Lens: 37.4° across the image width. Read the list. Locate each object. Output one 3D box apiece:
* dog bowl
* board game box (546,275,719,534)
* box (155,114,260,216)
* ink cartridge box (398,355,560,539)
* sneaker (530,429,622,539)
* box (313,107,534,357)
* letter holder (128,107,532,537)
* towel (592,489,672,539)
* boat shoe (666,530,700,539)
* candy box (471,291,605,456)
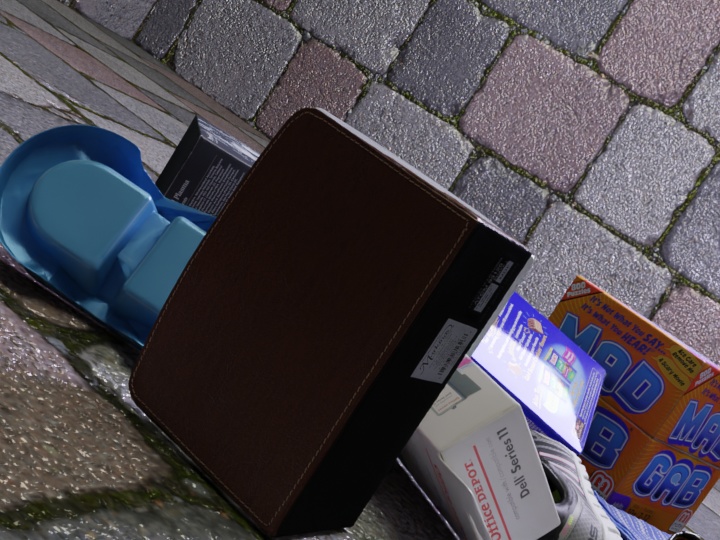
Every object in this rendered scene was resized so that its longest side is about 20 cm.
[{"bbox_3d":[-0.149,-0.010,0.707,0.199,0.112,0.050,33,-26,1],"label":"dog bowl"},{"bbox_3d":[0.318,0.163,1.267,0.199,0.201,0.200,26,10,-45],"label":"board game box"},{"bbox_3d":[-0.138,-0.082,1.242,0.181,0.105,0.200,30,7,-17],"label":"box"},{"bbox_3d":[0.073,0.124,0.752,0.200,0.067,0.118,46,-19,58],"label":"ink cartridge box"},{"bbox_3d":[0.141,0.177,0.870,0.087,0.074,0.200,37,10,-22],"label":"sneaker"},{"bbox_3d":[0.000,0.000,0.924,0.198,0.201,0.171,31,9,-17],"label":"box"},{"bbox_3d":[-0.023,0.028,0.619,0.142,0.201,0.100,36,7,26],"label":"letter holder"},{"bbox_3d":[0.327,0.300,1.105,0.199,0.024,0.145,29,9,-35],"label":"towel"},{"bbox_3d":[0.270,0.271,0.858,0.071,0.068,0.200,29,10,3],"label":"boat shoe"},{"bbox_3d":[0.146,0.098,1.102,0.200,0.077,0.169,43,32,-1],"label":"candy box"}]
